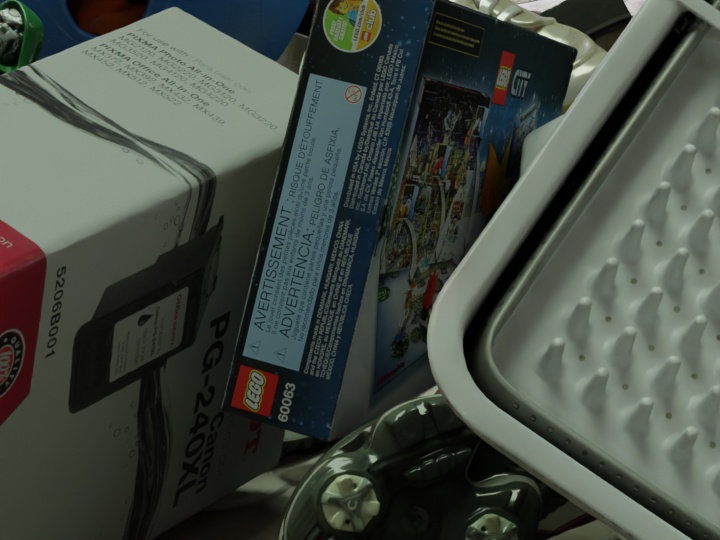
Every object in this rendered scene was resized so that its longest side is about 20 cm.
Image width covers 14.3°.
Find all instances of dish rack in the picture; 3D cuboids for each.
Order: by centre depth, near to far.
[{"bbox_3d":[0.127,0.006,0.813,0.200,0.171,0.044,-54,-6,-25],"label":"dish rack"}]

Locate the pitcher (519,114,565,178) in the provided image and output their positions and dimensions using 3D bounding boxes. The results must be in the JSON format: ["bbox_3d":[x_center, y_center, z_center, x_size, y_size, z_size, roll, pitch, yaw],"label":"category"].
[{"bbox_3d":[0.148,0.014,0.941,0.199,0.122,0.172,4,33,6],"label":"pitcher"}]

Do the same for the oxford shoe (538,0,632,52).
[{"bbox_3d":[0.048,-0.046,1.276,0.199,0.085,0.073,-30,-2,-5],"label":"oxford shoe"}]

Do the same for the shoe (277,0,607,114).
[{"bbox_3d":[0.022,-0.090,1.213,0.199,0.054,0.070,8,43,40],"label":"shoe"}]

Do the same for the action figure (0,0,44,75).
[{"bbox_3d":[-0.169,-0.018,0.979,0.118,0.055,0.200,27,61,14],"label":"action figure"}]

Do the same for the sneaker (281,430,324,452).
[{"bbox_3d":[0.000,0.000,1.083,0.070,0.091,0.200,3,18,35],"label":"sneaker"}]

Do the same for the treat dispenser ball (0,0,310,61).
[{"bbox_3d":[-0.113,-0.146,1.173,0.200,0.202,0.201,-7,14,2],"label":"treat dispenser ball"}]

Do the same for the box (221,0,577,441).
[{"bbox_3d":[0.018,-0.019,0.949,0.037,0.137,0.200,14,3,16],"label":"box"}]

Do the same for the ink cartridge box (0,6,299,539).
[{"bbox_3d":[-0.100,0.020,0.900,0.083,0.146,0.200,28,33,26],"label":"ink cartridge box"}]

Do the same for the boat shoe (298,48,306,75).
[{"bbox_3d":[0.006,-0.059,1.062,0.065,0.074,0.200,14,-7,17],"label":"boat shoe"}]

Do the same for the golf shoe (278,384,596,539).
[{"bbox_3d":[0.063,0.042,0.871,0.199,0.078,0.088,-24,4,-10],"label":"golf shoe"}]
